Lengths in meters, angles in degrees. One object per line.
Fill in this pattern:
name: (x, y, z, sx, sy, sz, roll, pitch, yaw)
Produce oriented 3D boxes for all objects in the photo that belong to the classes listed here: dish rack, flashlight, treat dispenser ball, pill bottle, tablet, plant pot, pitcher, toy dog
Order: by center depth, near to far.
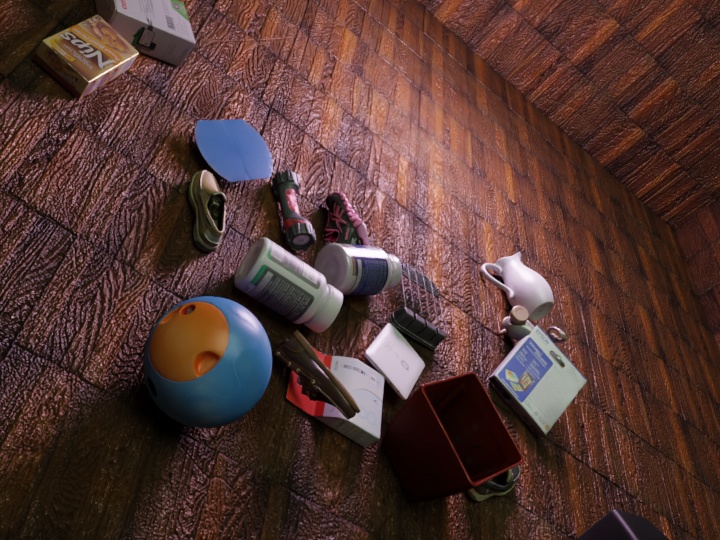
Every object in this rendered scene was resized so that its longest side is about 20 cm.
treat dispenser ball: (-0.237, 0.142, 1.176, 0.199, 0.201, 0.203, 30, 37, -26)
plant pot: (0.161, 0.340, 1.464, 0.199, 0.176, 0.202, -3, 58, -51)
pill bottle: (-0.139, 0.033, 1.483, 0.199, 0.113, 0.114, 34, 35, -21)
tablet: (0.079, 0.193, 1.635, 0.130, 0.014, 0.200, 49, 23, 0)
plant pot: (0.590, 0.647, 1.654, 0.198, 0.201, 0.179, 23, 30, -33)
pill bottle: (0.000, 0.000, 1.680, 0.198, 0.111, 0.112, 3, 54, -48)
flashlight: (-0.147, -0.140, 1.689, 0.067, 0.068, 0.202, 18, 45, -36)
dish rack: (0.137, 0.077, 1.814, 0.153, 0.054, 0.202, 33, 34, -29)
toy dog: (0.443, 0.188, 2.008, 0.096, 0.133, 0.199, -36, 49, -26)
pitcher: (0.450, 0.048, 2.172, 0.169, 0.122, 0.201, -9, 50, -29)

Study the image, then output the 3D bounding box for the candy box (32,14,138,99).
candy box: (-0.552, -0.436, 1.528, 0.115, 0.055, 0.201, 42, 33, -11)

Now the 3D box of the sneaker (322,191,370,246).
sneaker: (-0.054, -0.111, 1.767, 0.201, 0.094, 0.080, 56, -10, 47)

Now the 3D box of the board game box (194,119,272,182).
board game box: (-0.287, -0.259, 1.678, 0.199, 0.039, 0.160, -16, 74, -49)

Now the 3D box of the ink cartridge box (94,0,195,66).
ink cartridge box: (-0.490, -0.570, 1.709, 0.198, 0.084, 0.148, 12, 47, -43)

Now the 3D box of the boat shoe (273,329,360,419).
boat shoe: (-0.083, 0.204, 1.393, 0.200, 0.070, 0.071, 46, -12, 24)

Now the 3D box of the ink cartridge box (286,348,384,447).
ink cartridge box: (-0.043, 0.227, 1.459, 0.199, 0.047, 0.161, 36, 35, -21)

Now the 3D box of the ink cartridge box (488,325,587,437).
ink cartridge box: (0.450, 0.278, 1.909, 0.198, 0.047, 0.200, 48, 61, 2)

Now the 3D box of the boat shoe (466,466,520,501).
boat shoe: (0.300, 0.444, 1.622, 0.199, 0.066, 0.072, -1, 56, -50)

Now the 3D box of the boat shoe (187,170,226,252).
boat shoe: (-0.294, -0.132, 1.502, 0.071, 0.076, 0.202, 17, 44, -38)
